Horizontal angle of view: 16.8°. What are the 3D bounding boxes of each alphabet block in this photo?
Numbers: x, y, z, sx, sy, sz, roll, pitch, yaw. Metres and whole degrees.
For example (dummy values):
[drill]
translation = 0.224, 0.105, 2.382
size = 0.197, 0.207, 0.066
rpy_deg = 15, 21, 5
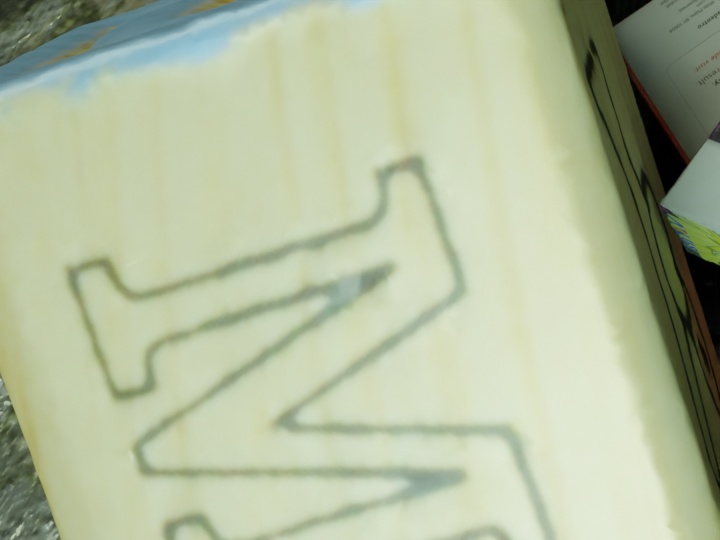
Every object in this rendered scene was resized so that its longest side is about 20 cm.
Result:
[alphabet block]
translation = 0.000, 0.000, 0.787
size = 0.196, 0.200, 0.195
rpy_deg = -16, 10, 13

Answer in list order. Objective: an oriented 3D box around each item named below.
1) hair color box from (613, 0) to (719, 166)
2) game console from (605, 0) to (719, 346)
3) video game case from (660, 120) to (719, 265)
[hair color box]
translation = 0.174, -0.032, 0.834
size = 0.101, 0.061, 0.200
rpy_deg = -33, 48, 9
[game console]
translation = 0.073, -0.032, 0.982
size = 0.176, 0.116, 0.200
rpy_deg = 4, 54, 7
[video game case]
translation = 0.220, -0.058, 0.758
size = 0.181, 0.036, 0.200
rpy_deg = 30, 79, 40
